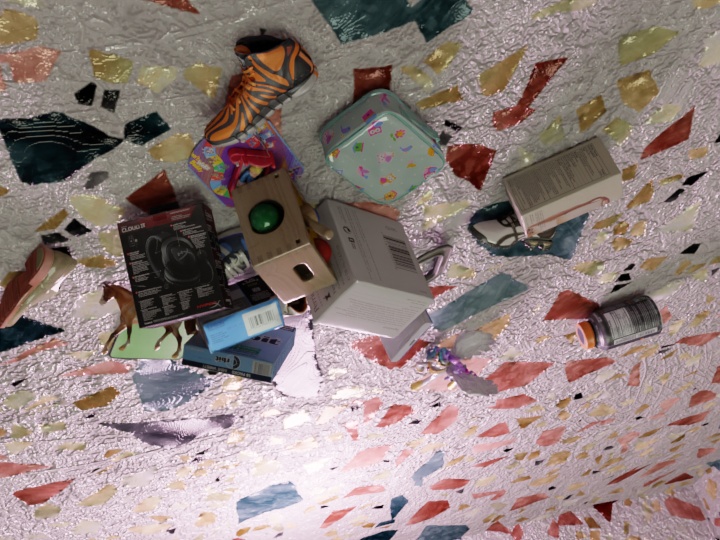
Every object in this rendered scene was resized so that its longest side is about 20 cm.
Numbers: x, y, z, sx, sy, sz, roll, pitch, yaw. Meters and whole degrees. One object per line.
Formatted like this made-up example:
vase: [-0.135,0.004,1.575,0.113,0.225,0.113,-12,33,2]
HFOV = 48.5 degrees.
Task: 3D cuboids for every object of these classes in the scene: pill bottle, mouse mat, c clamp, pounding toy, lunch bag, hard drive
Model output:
pill bottle: [0.657,0.140,2.045,0.200,0.106,0.106,-17,144,-2]
mouse mat: [-0.413,0.124,1.628,0.161,0.008,0.200,6,139,-30]
c clamp: [0.113,0.013,1.663,0.171,0.027,0.200,-19,158,-19]
pounding toy: [-0.109,-0.061,1.315,0.142,0.184,0.200,-23,151,4]
lunch bag: [0.042,-0.206,1.339,0.160,0.077,0.200,-36,141,20]
hard drive: [0.062,0.062,1.592,0.025,0.200,0.132,2,140,-37]

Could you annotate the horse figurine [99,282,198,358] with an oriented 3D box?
horse figurine: [-0.381,0.091,1.445,0.200,0.133,0.050,2,145,4]

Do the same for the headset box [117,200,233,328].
headset box: [-0.311,-0.015,1.340,0.149,0.200,0.077,-14,175,1]

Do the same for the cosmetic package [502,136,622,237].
cosmetic package: [0.389,-0.159,1.536,0.200,0.103,0.087,-22,146,8]

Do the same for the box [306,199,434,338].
box: [0.000,0.000,1.483,0.200,0.199,0.131,14,132,-40]

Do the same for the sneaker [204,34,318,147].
sneaker: [-0.169,-0.273,1.170,0.200,0.078,0.112,-37,138,6]

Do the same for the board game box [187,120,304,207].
board game box: [-0.186,-0.160,1.326,0.158,0.039,0.200,-26,143,9]

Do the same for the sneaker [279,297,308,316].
sneaker: [-0.158,0.076,1.602,0.073,0.085,0.200,-15,150,-40]

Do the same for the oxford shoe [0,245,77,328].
oxford shoe: [-0.567,0.040,1.395,0.074,0.071,0.200,19,130,-44]

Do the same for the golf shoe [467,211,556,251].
golf shoe: [0.312,-0.095,1.623,0.200,0.078,0.095,0,123,-27]

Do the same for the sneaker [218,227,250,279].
sneaker: [-0.248,0.012,1.434,0.200,0.147,0.081,-16,144,-3]

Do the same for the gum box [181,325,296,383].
gum box: [-0.226,0.142,1.525,0.170,0.200,0.045,11,105,5]

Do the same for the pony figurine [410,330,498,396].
pony figurine: [0.231,0.243,1.973,0.193,0.167,0.200,2,156,-14]

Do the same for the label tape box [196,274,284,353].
label tape box: [-0.241,0.067,1.497,0.144,0.200,0.063,-20,114,-15]
